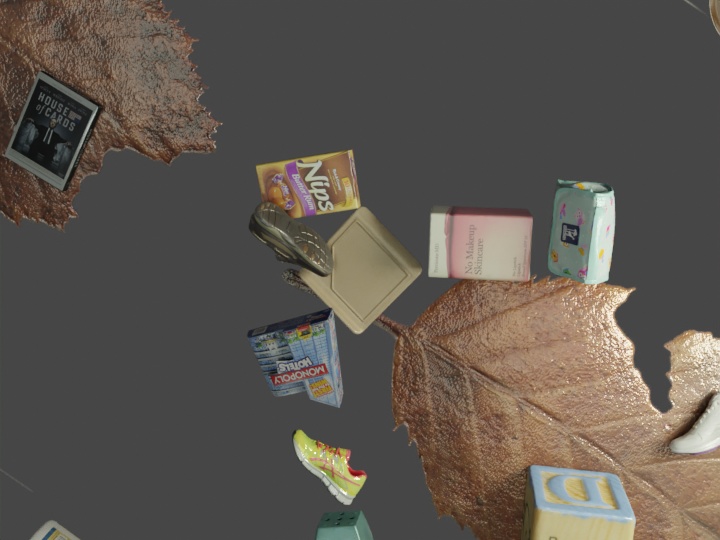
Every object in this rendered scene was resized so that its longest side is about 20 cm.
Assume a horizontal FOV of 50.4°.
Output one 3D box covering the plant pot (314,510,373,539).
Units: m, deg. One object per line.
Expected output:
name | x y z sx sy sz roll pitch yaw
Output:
plant pot | -0.034 0.639 1.667 0.138 0.141 0.204 -7 94 9

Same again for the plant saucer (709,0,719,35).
plant saucer | 0.728 -0.493 1.380 0.196 0.032 0.205 2 102 8

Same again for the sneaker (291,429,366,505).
sneaker | -0.066 0.408 1.661 0.090 0.078 0.200 -44 99 6

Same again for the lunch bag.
lunch bag | 0.413 -0.075 1.423 0.119 0.200 0.174 5 103 6

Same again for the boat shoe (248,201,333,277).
boat shoe | -0.140 -0.055 1.542 0.199 0.075 0.073 41 133 -11

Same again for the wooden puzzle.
wooden puzzle | 0.000 0.000 1.585 0.185 0.037 0.200 45 99 -2

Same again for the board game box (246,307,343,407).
board game box | -0.119 0.202 1.612 0.196 0.062 0.203 -16 110 15

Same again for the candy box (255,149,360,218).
candy box | -0.104 -0.172 1.551 0.196 0.056 0.119 -8 100 8

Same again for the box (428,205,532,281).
box | 0.232 -0.054 1.500 0.196 0.109 0.131 2 102 7

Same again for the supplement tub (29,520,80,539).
supplement tub | -0.683 0.691 1.763 0.199 0.145 0.146 36 104 0

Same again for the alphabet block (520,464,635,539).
alphabet block | 0.432 0.536 1.552 0.192 0.195 0.204 5 101 9

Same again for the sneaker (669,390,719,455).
sneaker | 0.708 0.303 1.537 0.198 0.075 0.101 -28 78 12

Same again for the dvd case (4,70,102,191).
dvd case | -0.650 -0.293 1.618 0.149 0.025 0.202 30 105 1
